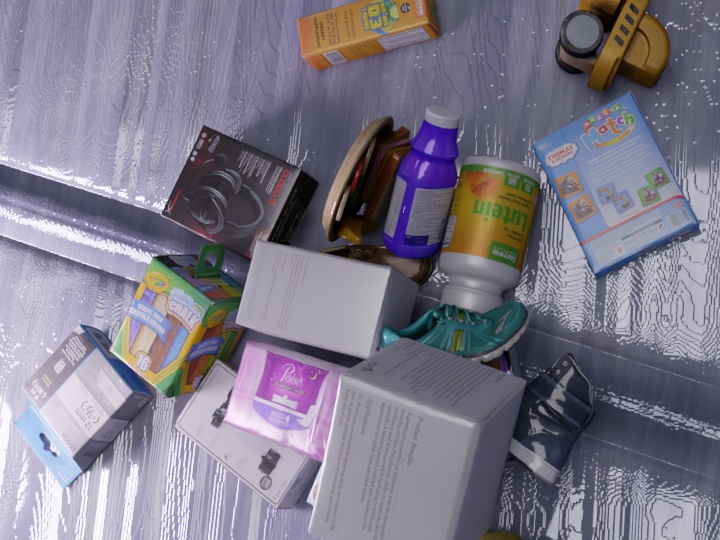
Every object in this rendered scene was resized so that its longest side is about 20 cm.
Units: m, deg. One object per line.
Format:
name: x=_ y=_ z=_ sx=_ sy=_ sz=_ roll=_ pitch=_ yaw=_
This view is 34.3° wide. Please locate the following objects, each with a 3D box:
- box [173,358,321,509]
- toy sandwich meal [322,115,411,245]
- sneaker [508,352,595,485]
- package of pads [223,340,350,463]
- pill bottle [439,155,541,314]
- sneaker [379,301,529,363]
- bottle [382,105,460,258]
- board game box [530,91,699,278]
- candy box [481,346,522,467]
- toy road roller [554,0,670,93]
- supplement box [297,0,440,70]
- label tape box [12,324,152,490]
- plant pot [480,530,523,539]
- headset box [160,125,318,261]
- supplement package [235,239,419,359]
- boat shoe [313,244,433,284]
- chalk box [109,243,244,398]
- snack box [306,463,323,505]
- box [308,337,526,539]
box: x=-0.149 y=0.227 z=1.633 sx=0.199 sy=0.060 sz=0.117 roll=33 pitch=91 yaw=21
toy sandwich meal: x=0.018 y=-0.115 z=1.575 sx=0.070 sy=0.205 sz=0.207 roll=27 pitch=88 yaw=9
sneaker: x=0.194 y=0.146 z=1.446 sx=0.201 sy=0.077 sz=0.147 roll=34 pitch=90 yaw=20
package of pads: x=-0.082 y=0.170 z=1.524 sx=0.198 sy=0.075 sz=0.122 roll=14 pitch=87 yaw=39
pill bottle: x=0.167 y=-0.040 z=1.550 sx=0.110 sy=0.111 sz=0.203 roll=11 pitch=83 yaw=20
sneaker: x=0.119 y=0.078 z=1.460 sx=0.198 sy=0.078 sz=0.081 roll=-19 pitch=111 yaw=-9
bottle: x=0.087 y=-0.116 z=1.551 sx=0.065 sy=0.083 sz=0.202 roll=39 pitch=125 yaw=43
board game box: x=0.335 y=-0.114 z=1.547 sx=0.150 sy=0.037 sz=0.202 roll=-27 pitch=72 yaw=12
candy box: x=0.121 y=0.188 z=1.541 sx=0.198 sy=0.071 sz=0.170 roll=-16 pitch=75 yaw=15
toy road roller: x=0.353 y=-0.330 z=1.546 sx=0.145 sy=0.123 sz=0.202 roll=27 pitch=89 yaw=7
supplement box: x=0.012 y=-0.353 z=1.692 sx=0.197 sy=0.069 sz=0.067 roll=-12 pitch=77 yaw=14
label tape box: x=-0.427 y=0.203 z=1.731 sx=0.200 sy=0.066 sz=0.143 roll=-46 pitch=69 yaw=4
plant pot: x=0.111 y=0.393 z=1.450 sx=0.188 sy=0.200 sz=0.202 roll=31 pitch=90 yaw=38
headset box: x=-0.167 y=-0.100 z=1.697 sx=0.198 sy=0.077 sz=0.150 roll=26 pitch=88 yaw=23
supplement package: x=-0.042 y=0.043 z=1.531 sx=0.198 sy=0.117 sz=0.118 roll=13 pitch=83 yaw=23
boat shoe: x=0.000 y=0.000 z=1.623 sx=0.197 sy=0.068 sz=0.073 roll=-7 pitch=76 yaw=17
chalk box: x=-0.237 y=0.057 z=1.641 sx=0.123 sy=0.124 sz=0.202 roll=35 pitch=107 yaw=22
snack box: x=0.017 y=0.236 z=1.510 sx=0.115 sy=0.037 sz=0.202 roll=26 pitch=98 yaw=33
box: x=0.069 y=0.210 z=1.339 sx=0.169 sy=0.200 sz=0.202 roll=18 pitch=106 yaw=21
